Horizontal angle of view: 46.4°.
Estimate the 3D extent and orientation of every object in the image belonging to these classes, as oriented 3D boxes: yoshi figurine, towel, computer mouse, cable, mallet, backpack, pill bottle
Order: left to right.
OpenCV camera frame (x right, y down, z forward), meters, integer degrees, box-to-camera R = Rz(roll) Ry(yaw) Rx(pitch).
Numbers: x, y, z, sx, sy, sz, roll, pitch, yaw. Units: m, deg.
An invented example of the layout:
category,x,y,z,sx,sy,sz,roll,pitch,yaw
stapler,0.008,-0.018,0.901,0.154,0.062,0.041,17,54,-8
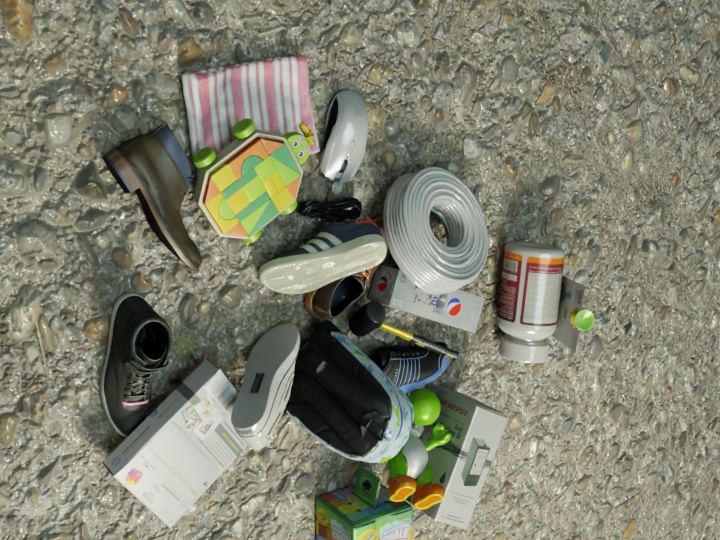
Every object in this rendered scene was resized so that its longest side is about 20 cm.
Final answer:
category,x,y,z,sx,sy,sz,roll,pitch,yaw
towel,-0.154,-0.221,1.202,0.197,0.030,0.149,-17,108,-30
computer mouse,-0.028,-0.174,1.285,0.108,0.044,0.204,8,95,-33
backpack,-0.013,0.201,1.275,0.153,0.199,0.165,36,86,-44
mallet,0.080,0.102,1.366,0.197,0.066,0.042,19,55,-15
yoshi figurine,0.092,0.272,1.365,0.110,0.202,0.114,-9,136,6
cable,0.122,-0.066,1.352,0.201,0.069,0.201,49,51,-16
pill bottle,0.303,0.056,1.512,0.108,0.109,0.205,-1,101,-33

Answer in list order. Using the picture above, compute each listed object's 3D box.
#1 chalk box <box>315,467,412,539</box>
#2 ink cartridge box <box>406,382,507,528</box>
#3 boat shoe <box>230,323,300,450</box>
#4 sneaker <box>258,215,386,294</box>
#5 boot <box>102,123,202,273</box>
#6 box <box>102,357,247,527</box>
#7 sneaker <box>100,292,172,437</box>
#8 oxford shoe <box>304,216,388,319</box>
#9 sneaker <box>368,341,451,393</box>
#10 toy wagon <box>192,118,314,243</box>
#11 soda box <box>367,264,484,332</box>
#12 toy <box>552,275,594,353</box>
category,x,y,z,sx,sy,sz,roll,pitch,yaw
chalk box,0.005,0.432,1.384,0.122,0.124,0.205,-8,103,-32
ink cartridge box,0.148,0.312,1.441,0.083,0.145,0.203,23,86,-33
boat shoe,-0.131,0.170,1.240,0.202,0.070,0.066,-76,156,-44
sneaker,-0.061,-0.029,1.278,0.196,0.085,0.076,-14,138,-3
boot,-0.250,-0.097,1.136,0.097,0.074,0.202,-40,117,-17
box,-0.247,0.249,1.208,0.200,0.041,0.157,-47,136,-18
sneaker,-0.302,0.140,1.135,0.070,0.099,0.205,-1,102,-34
oxford shoe,0.000,0.000,1.321,0.071,0.072,0.201,46,74,-30
sneaker,0.068,0.155,1.401,0.198,0.070,0.079,-27,118,-26
toy wagon,-0.141,-0.138,1.192,0.199,0.039,0.156,-38,130,-11
soda box,0.112,0.048,1.408,0.197,0.068,0.065,18,88,-35
toy,0.379,0.071,1.514,0.046,0.200,0.118,6,98,-2
